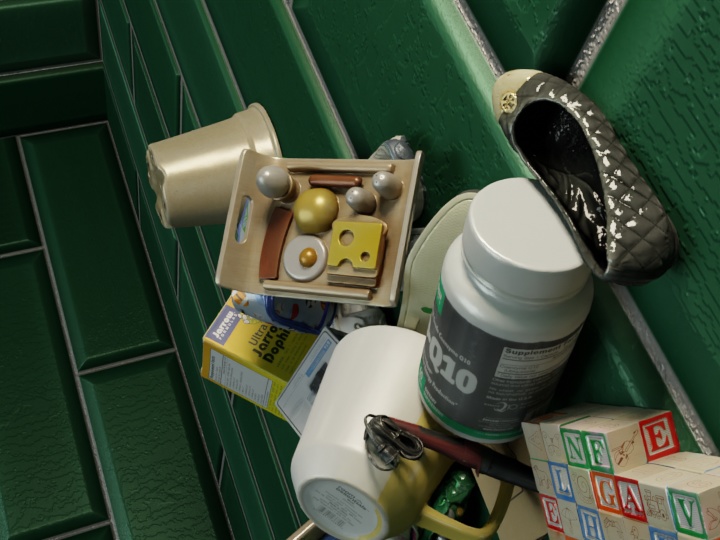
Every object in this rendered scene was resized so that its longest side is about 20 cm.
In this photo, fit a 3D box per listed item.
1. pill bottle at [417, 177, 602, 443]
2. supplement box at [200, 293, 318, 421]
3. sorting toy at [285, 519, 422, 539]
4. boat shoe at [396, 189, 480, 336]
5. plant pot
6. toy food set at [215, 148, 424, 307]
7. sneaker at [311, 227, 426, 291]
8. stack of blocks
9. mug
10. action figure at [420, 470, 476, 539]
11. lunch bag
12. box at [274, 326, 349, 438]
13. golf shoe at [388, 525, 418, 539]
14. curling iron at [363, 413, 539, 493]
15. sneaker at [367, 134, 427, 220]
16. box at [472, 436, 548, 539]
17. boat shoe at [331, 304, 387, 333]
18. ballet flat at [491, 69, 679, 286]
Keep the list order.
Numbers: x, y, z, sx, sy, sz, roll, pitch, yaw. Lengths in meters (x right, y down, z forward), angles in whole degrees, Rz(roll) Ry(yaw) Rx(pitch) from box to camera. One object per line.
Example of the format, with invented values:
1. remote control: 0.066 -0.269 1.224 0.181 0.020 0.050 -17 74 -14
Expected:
1. pill bottle: 0.111 0.034 0.712 0.200 0.113 0.113 98 152 -46
2. supplement box: -0.094 0.117 1.204 0.200 0.110 0.109 27 148 5
3. sorting toy: 0.002 0.335 1.081 0.036 0.185 0.200 21 137 46
4. boat shoe: 0.077 0.007 0.851 0.068 0.072 0.200 -60 -10 -55
5. plant pot: -0.233 -0.149 1.461 0.200 0.183 0.201 167 90 -71
6. toy food set: -0.040 -0.046 0.884 0.199 0.060 0.144 5 80 29
7. sneaker: 0.000 0.000 0.939 0.199 0.073 0.071 -1 106 31
8. stack of blocks: 0.195 0.159 0.640 0.200 0.058 0.116 167 90 -71
9. mug: 0.030 0.153 0.807 0.186 0.153 0.150 3 127 26
10. action figure: 0.086 0.298 1.020 0.118 0.055 0.200 -55 -18 -60
11. lunch bag: -0.069 -0.030 1.081 0.075 0.160 0.201 8 80 32
12. box: 0.002 0.164 1.005 0.117 0.060 0.200 -56 46 11
13. golf shoe: 0.045 0.268 1.016 0.200 0.075 0.091 -64 21 -9
14. curling iron: 0.091 0.159 0.749 0.050 0.199 0.026 -84 20 -45
15. sneaker: 0.008 -0.069 0.978 0.200 0.086 0.078 117 135 -62
16. box: 0.132 0.155 0.875 0.164 0.021 0.200 113 139 -60
17. boat shoe: 0.002 0.073 1.117 0.200 0.071 0.069 60 142 35
18. ballet flat: 0.142 -0.072 0.628 0.200 0.057 0.067 60 140 35
